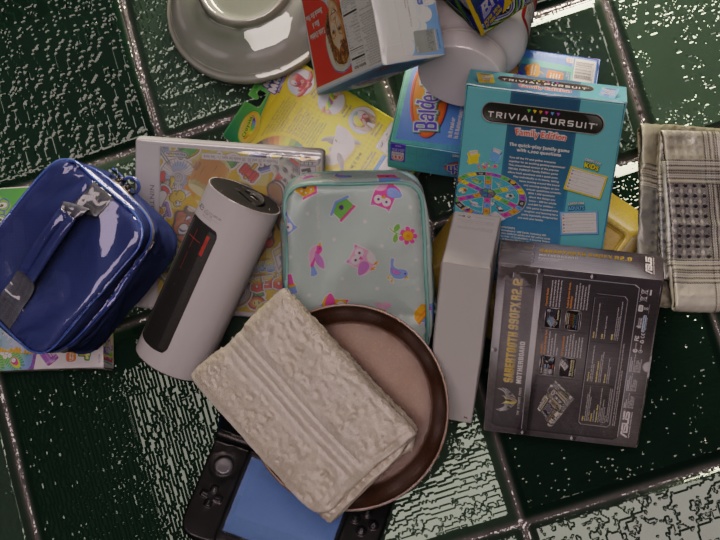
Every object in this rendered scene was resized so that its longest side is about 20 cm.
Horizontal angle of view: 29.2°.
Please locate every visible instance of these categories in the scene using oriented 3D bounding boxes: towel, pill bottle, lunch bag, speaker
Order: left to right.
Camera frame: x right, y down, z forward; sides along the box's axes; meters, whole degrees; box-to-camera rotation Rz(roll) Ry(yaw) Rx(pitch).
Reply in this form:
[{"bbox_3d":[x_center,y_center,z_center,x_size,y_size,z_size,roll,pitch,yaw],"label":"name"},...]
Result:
[{"bbox_3d":[-0.285,-0.016,1.379,0.136,0.132,0.200,39,96,9],"label":"lunch bag"},{"bbox_3d":[-0.155,0.008,1.406,0.081,0.081,0.201,29,106,9],"label":"speaker"},{"bbox_3d":[-0.052,0.129,1.320,0.132,0.034,0.200,-43,84,6],"label":"towel"},{"bbox_3d":[0.000,0.000,1.393,0.159,0.077,0.201,-3,105,-4],"label":"lunch bag"},{"bbox_3d":[0.120,-0.266,1.388,0.112,0.112,0.201,12,56,8],"label":"pill bottle"},{"bbox_3d":[0.373,-0.052,1.392,0.199,0.035,0.194,2,83,-6],"label":"towel"}]

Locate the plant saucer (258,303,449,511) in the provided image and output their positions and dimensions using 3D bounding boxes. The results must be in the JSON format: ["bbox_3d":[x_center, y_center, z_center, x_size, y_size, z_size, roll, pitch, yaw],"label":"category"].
[{"bbox_3d":[-0.011,0.132,1.347,0.199,0.034,0.202,0,91,8],"label":"plant saucer"}]

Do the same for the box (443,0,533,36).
[{"bbox_3d":[0.086,-0.307,1.316,0.070,0.064,0.200,-35,46,-2],"label":"box"}]

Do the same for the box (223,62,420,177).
[{"bbox_3d":[-0.035,-0.134,1.460,0.199,0.048,0.118,33,88,7],"label":"box"}]

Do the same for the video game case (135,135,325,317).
[{"bbox_3d":[-0.138,-0.043,1.443,0.199,0.023,0.183,4,104,7],"label":"video game case"}]

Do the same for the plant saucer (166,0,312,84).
[{"bbox_3d":[-0.116,-0.297,1.463,0.199,0.050,0.201,-4,68,11],"label":"plant saucer"}]

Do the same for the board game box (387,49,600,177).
[{"bbox_3d":[0.137,-0.162,1.413,0.199,0.045,0.153,10,58,6],"label":"board game box"}]

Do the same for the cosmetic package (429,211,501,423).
[{"bbox_3d":[0.099,0.047,1.346,0.050,0.201,0.083,8,39,6],"label":"cosmetic package"}]

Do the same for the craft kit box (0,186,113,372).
[{"bbox_3d":[-0.365,0.011,1.482,0.196,0.049,0.201,-3,83,3],"label":"craft kit box"}]

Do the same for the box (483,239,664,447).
[{"bbox_3d":[0.206,0.074,1.355,0.157,0.048,0.201,6,120,8],"label":"box"}]

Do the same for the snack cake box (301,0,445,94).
[{"bbox_3d":[0.007,-0.245,1.346,0.067,0.200,0.116,-12,94,-19],"label":"snack cake box"}]

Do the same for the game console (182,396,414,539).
[{"bbox_3d":[-0.065,0.201,1.381,0.199,0.119,0.171,17,62,9],"label":"game console"}]

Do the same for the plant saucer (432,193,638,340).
[{"bbox_3d":[0.182,-0.017,1.421,0.200,0.048,0.200,35,89,9],"label":"plant saucer"}]

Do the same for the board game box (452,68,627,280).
[{"bbox_3d":[0.168,-0.085,1.333,0.150,0.047,0.201,8,117,6],"label":"board game box"}]
